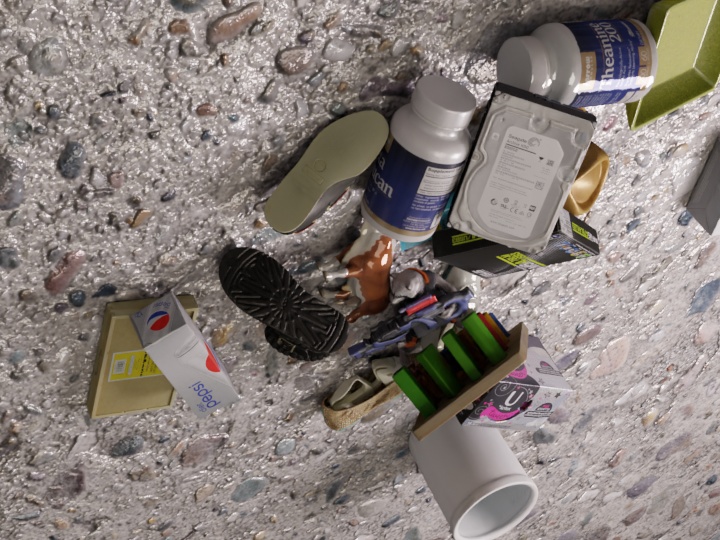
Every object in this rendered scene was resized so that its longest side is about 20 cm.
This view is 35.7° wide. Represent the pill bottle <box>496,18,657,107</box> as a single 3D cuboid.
[{"bbox_3d":[0.282,-0.269,1.466,0.197,0.112,0.112,-9,136,-26],"label":"pill bottle"}]

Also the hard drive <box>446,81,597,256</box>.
[{"bbox_3d":[0.205,-0.127,1.437,0.138,0.038,0.202,17,120,-3],"label":"hard drive"}]

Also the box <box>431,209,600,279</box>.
[{"bbox_3d":[0.228,-0.038,1.620,0.190,0.048,0.199,-14,165,25],"label":"box"}]

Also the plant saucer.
[{"bbox_3d":[0.447,-0.315,1.556,0.198,0.048,0.202,-27,142,-30],"label":"plant saucer"}]

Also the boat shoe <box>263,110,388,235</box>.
[{"bbox_3d":[-0.044,-0.127,1.441,0.201,0.074,0.063,-45,176,1],"label":"boat shoe"}]

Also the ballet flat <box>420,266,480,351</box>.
[{"bbox_3d":[0.153,0.068,1.770,0.068,0.070,0.202,-4,133,-31],"label":"ballet flat"}]

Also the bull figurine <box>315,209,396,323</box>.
[{"bbox_3d":[0.000,0.000,1.598,0.120,0.066,0.202,-19,139,-11],"label":"bull figurine"}]

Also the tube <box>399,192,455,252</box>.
[{"bbox_3d":[0.142,-0.090,1.618,0.197,0.051,0.078,-23,138,-6],"label":"tube"}]

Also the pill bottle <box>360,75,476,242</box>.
[{"bbox_3d":[0.079,-0.147,1.459,0.110,0.112,0.202,-4,133,-31],"label":"pill bottle"}]

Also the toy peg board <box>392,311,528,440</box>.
[{"bbox_3d":[0.145,0.132,1.683,0.199,0.098,0.199,-38,-178,14],"label":"toy peg board"}]

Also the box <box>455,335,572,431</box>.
[{"bbox_3d":[0.241,0.185,1.898,0.198,0.133,0.115,10,127,-41],"label":"box"}]

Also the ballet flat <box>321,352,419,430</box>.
[{"bbox_3d":[0.020,0.185,1.807,0.199,0.071,0.066,-36,127,-1],"label":"ballet flat"}]

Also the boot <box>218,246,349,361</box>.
[{"bbox_3d":[-0.116,0.055,1.560,0.080,0.210,0.158,-53,-173,-13],"label":"boot"}]

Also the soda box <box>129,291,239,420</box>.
[{"bbox_3d":[-0.236,0.119,1.519,0.068,0.064,0.201,-29,141,-4],"label":"soda box"}]

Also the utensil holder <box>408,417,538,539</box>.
[{"bbox_3d":[0.195,0.353,1.989,0.168,0.201,0.171,-18,140,-16],"label":"utensil holder"}]

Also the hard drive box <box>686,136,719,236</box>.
[{"bbox_3d":[0.668,-0.154,1.876,0.197,0.077,0.157,-12,137,-24],"label":"hard drive box"}]

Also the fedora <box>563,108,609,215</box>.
[{"bbox_3d":[0.298,-0.136,1.594,0.200,0.081,0.203,-36,141,-35],"label":"fedora"}]

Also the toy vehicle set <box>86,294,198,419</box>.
[{"bbox_3d":[-0.304,0.121,1.549,0.123,0.027,0.202,-5,133,-31],"label":"toy vehicle set"}]

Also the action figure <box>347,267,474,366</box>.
[{"bbox_3d":[0.066,0.064,1.645,0.197,0.106,0.194,-22,147,-3],"label":"action figure"}]
